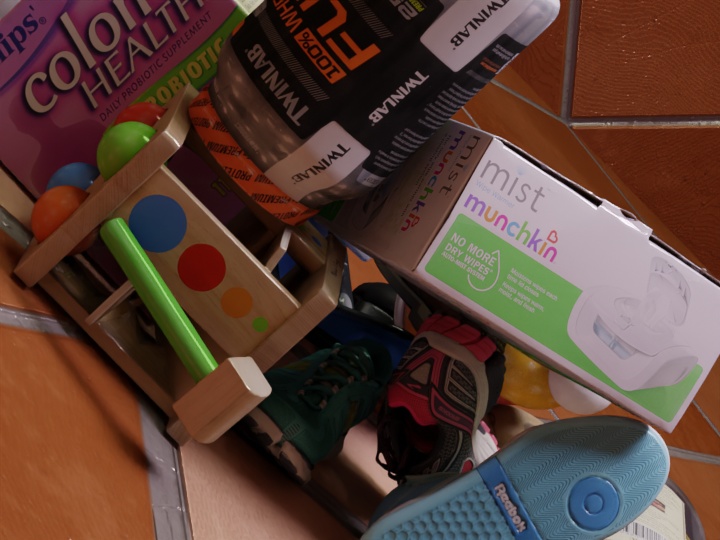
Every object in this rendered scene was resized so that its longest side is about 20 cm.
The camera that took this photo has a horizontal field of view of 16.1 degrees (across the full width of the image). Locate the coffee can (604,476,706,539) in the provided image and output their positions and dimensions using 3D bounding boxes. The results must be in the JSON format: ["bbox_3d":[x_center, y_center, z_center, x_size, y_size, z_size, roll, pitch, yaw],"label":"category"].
[{"bbox_3d":[0.152,0.215,1.637,0.146,0.146,0.200,48,13,-4],"label":"coffee can"}]

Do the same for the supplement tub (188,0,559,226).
[{"bbox_3d":[0.005,-0.126,1.443,0.123,0.200,0.123,44,13,-13],"label":"supplement tub"}]

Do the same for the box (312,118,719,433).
[{"bbox_3d":[0.099,-0.008,1.515,0.200,0.097,0.176,32,-1,-24],"label":"box"}]

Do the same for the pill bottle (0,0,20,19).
[{"bbox_3d":[-0.183,-0.220,1.710,0.199,0.113,0.113,-17,61,-39],"label":"pill bottle"}]

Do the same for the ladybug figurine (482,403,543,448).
[{"bbox_3d":[0.121,0.168,1.840,0.136,0.072,0.200,45,13,-11],"label":"ladybug figurine"}]

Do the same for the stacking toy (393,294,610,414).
[{"bbox_3d":[0.122,0.055,1.819,0.146,0.146,0.200,41,1,-31],"label":"stacking toy"}]

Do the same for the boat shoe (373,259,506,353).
[{"bbox_3d":[0.065,0.012,1.721,0.072,0.068,0.200,44,6,-27],"label":"boat shoe"}]

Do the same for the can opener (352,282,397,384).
[{"bbox_3d":[0.059,0.086,1.946,0.200,0.079,0.063,47,-27,-22],"label":"can opener"}]

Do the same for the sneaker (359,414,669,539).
[{"bbox_3d":[0.085,0.138,1.543,0.131,0.199,0.080,-161,-130,-87],"label":"sneaker"}]

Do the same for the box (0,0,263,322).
[{"bbox_3d":[-0.126,-0.106,1.570,0.200,0.176,0.097,48,12,-6],"label":"box"}]

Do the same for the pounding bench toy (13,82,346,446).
[{"bbox_3d":[-0.109,-0.002,1.438,0.156,0.124,0.200,46,13,-11],"label":"pounding bench toy"}]

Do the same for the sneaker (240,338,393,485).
[{"bbox_3d":[-0.028,0.076,1.587,0.078,0.080,0.200,49,13,2],"label":"sneaker"}]

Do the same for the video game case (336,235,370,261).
[{"bbox_3d":[-0.061,-0.098,1.758,0.200,0.023,0.182,47,6,-9],"label":"video game case"}]

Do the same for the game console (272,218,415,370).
[{"bbox_3d":[0.000,0.000,1.754,0.200,0.118,0.172,39,41,-64],"label":"game console"}]

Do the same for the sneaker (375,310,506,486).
[{"bbox_3d":[0.041,0.111,1.625,0.080,0.075,0.201,25,-35,23],"label":"sneaker"}]
